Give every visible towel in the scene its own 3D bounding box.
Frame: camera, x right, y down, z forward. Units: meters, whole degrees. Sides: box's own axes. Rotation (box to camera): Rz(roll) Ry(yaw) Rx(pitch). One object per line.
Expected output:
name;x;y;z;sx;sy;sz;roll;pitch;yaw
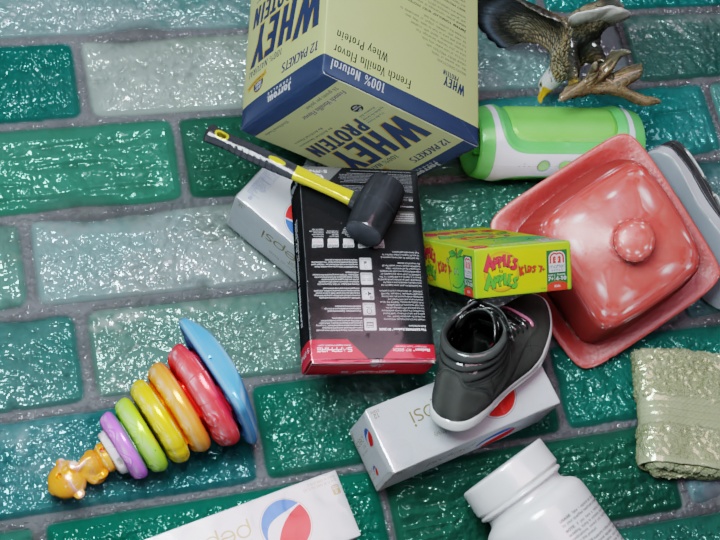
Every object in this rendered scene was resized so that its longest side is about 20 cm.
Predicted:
towel;0.385;0.156;1.381;0.197;0.037;0.150;7;65;-13

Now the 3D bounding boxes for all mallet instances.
mallet;-0.059;-0.081;1.207;0.198;0.041;0.066;18;62;0

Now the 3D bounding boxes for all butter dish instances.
butter dish;0.268;-0.026;1.334;0.198;0.148;0.201;-33;88;-4

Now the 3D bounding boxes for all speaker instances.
speaker;0.213;-0.142;1.429;0.197;0.089;0.090;-1;68;-16

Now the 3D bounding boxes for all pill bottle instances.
pill bottle;0.194;0.272;1.234;0.113;0.113;0.201;-30;79;-25

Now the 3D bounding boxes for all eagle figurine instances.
eagle figurine;0.227;-0.259;1.434;0.150;0.152;0.201;-34;47;15

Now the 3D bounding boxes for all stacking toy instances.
stacking toy;-0.200;0.151;1.187;0.199;0.110;0.116;-33;64;-14

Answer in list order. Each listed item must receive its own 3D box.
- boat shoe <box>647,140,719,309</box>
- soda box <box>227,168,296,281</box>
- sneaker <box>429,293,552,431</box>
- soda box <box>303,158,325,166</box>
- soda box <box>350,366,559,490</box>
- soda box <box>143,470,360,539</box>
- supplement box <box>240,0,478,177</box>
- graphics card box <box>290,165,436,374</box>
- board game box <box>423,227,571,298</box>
boat shoe;0.386;-0.054;1.451;0.068;0.073;0.201;-26;83;-44
soda box;-0.038;-0.019;1.305;0.199;0.068;0.064;40;63;3
sneaker;0.135;0.059;1.226;0.070;0.100;0.200;26;45;23
soda box;-0.004;-0.153;1.381;0.068;0.064;0.201;28;63;-4
soda box;0.094;0.145;1.273;0.198;0.064;0.069;-19;72;-23
soda box;-0.105;0.253;1.183;0.198;0.064;0.069;-17;73;-22
supplement box;0.003;-0.217;1.262;0.199;0.134;0.202;20;61;-35
graphics card box;0.000;0.000;1.232;0.124;0.051;0.203;0;70;-14
board game box;0.120;-0.011;1.282;0.100;0.200;0.048;-6;97;-18
